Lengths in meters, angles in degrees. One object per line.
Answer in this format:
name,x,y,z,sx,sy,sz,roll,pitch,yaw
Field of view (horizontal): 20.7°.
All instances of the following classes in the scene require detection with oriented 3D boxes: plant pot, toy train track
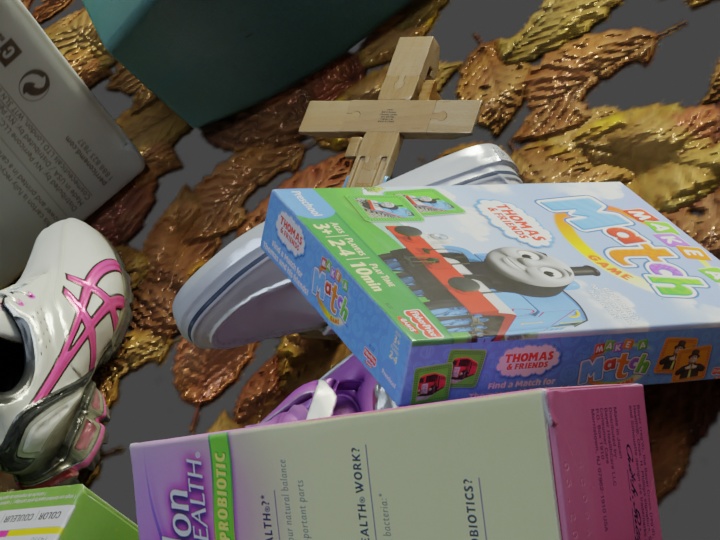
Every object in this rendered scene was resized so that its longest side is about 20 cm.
plant pot,-0.073,-0.201,1.262,0.200,0.141,0.141,-41,38,9
toy train track,0.009,-0.045,1.127,0.115,0.033,0.200,3,59,31

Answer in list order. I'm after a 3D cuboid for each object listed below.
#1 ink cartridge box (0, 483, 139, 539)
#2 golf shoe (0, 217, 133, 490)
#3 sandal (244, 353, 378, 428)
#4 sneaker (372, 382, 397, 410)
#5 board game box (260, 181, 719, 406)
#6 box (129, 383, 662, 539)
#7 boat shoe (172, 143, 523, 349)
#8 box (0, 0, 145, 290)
ink cartridge box,-0.189,0.211,0.961,0.148,0.076,0.200,-13,43,50
golf shoe,-0.185,0.032,1.151,0.073,0.092,0.200,-23,39,20
sandal,-0.042,0.102,1.002,0.203,0.050,0.082,-46,39,-10
sneaker,0.053,0.085,0.929,0.087,0.074,0.200,-11,51,31
board game box,0.075,0.006,0.919,0.200,0.037,0.151,-2,28,-28
box,0.019,0.145,0.809,0.200,0.097,0.176,-10,83,30
boat shoe,0.000,0.000,1.035,0.200,0.074,0.067,-27,60,0
box,-0.289,-0.101,1.278,0.200,0.199,0.171,-41,38,-6
